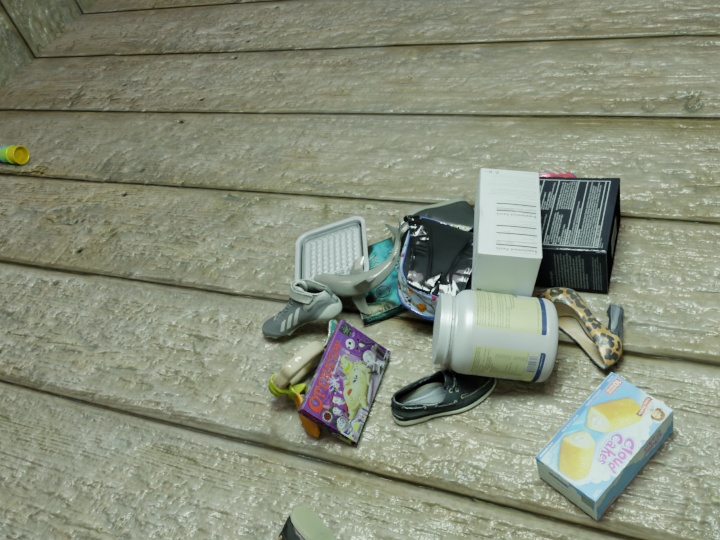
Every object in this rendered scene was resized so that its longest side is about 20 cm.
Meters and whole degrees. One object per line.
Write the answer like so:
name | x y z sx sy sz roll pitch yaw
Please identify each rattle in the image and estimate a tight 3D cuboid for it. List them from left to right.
rattle | -0.069 0.197 1.393 0.142 0.131 0.199 32 31 21

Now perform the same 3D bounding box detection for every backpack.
backpack | 0.154 0.008 1.408 0.198 0.155 0.191 14 43 13

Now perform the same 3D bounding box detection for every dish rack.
dish rack | -0.058 -0.020 1.571 0.170 0.044 0.202 -18 45 14

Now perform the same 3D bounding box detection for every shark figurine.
shark figurine | 0.022 0.000 1.432 0.214 0.089 0.129 -38 83 4

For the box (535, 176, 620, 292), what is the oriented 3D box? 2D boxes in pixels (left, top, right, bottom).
box | 0.397 -0.076 1.431 0.196 0.124 0.201 6 51 25

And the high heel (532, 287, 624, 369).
high heel | 0.368 0.103 1.303 0.197 0.072 0.143 9 44 16

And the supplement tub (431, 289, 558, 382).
supplement tub | 0.229 0.111 1.265 0.197 0.146 0.146 7 47 1

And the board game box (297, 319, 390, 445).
board game box | -0.026 0.202 1.338 0.119 0.032 0.201 31 53 -9

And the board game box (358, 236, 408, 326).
board game box | 0.044 0.019 1.542 0.134 0.028 0.201 -21 43 0

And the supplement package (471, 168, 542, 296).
supplement package | 0.260 -0.069 1.304 0.108 0.114 0.202 5 53 5

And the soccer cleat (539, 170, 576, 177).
soccer cleat | 0.373 -0.193 1.601 0.197 0.067 0.077 -9 40 16

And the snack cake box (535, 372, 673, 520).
snack cake box | 0.383 0.272 1.142 0.200 0.068 0.115 -41 46 -19

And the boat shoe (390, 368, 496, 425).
boat shoe | 0.144 0.209 1.292 0.197 0.067 0.075 -17 42 4

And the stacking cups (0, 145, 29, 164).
stacking cups | -1.161 -0.376 2.360 0.198 0.061 0.061 6 50 28

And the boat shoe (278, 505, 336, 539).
boat shoe | -0.053 0.462 1.130 0.201 0.073 0.063 43 109 32

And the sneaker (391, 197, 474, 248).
sneaker | 0.170 -0.086 1.552 0.198 0.075 0.106 -25 44 -16

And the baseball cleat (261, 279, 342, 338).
baseball cleat | -0.133 0.071 1.474 0.198 0.107 0.070 -20 29 25
